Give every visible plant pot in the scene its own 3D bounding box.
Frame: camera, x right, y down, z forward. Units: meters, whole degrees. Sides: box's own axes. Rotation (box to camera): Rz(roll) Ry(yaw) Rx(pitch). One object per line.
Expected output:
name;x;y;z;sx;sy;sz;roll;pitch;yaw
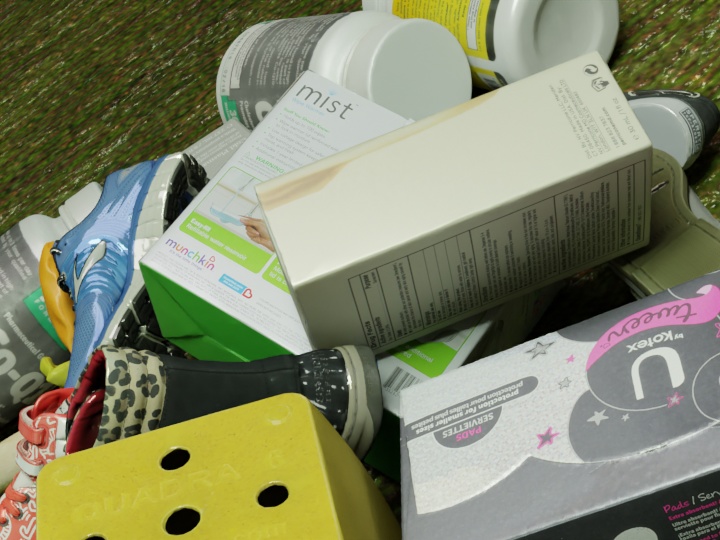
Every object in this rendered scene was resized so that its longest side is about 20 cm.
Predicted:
plant pot;-0.061;0.179;0.707;0.199;0.177;0.200;-15;36;-2

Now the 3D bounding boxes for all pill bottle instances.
pill bottle;0.091;-0.198;1.142;0.112;0.113;0.200;-44;36;-16
pill bottle;-0.014;-0.137;1.132;0.113;0.113;0.199;-49;29;-22
pill bottle;-0.248;0.032;1.116;0.200;0.113;0.113;-38;34;-2

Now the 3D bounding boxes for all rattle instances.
rattle;-0.258;0.099;1.027;0.199;0.143;0.130;-29;14;21

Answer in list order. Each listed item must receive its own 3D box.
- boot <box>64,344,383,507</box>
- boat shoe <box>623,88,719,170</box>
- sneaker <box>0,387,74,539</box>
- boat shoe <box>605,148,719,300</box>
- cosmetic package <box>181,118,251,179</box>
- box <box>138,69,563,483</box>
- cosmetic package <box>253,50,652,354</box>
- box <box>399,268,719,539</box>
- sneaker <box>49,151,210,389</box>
boot;-0.090;0.108;0.811;0.204;0.153;0.074;120;145;-42
boat shoe;0.148;-0.085;1.010;0.199;0.069;0.056;-1;19;42
sneaker;-0.195;0.137;0.891;0.200;0.109;0.067;-24;19;-4
boat shoe;0.182;-0.006;0.876;0.075;0.069;0.200;-34;26;10
cosmetic package;-0.081;-0.022;1.090;0.107;0.090;0.200;-35;32;-10
box;0.000;0.000;0.915;0.199;0.097;0.177;28;63;19
cosmetic package;0.052;-0.029;0.807;0.199;0.105;0.071;-21;59;-4
box;0.129;0.102;0.744;0.199;0.115;0.133;-21;36;16
sneaker;-0.159;0.017;0.981;0.089;0.079;0.201;-2;59;28
